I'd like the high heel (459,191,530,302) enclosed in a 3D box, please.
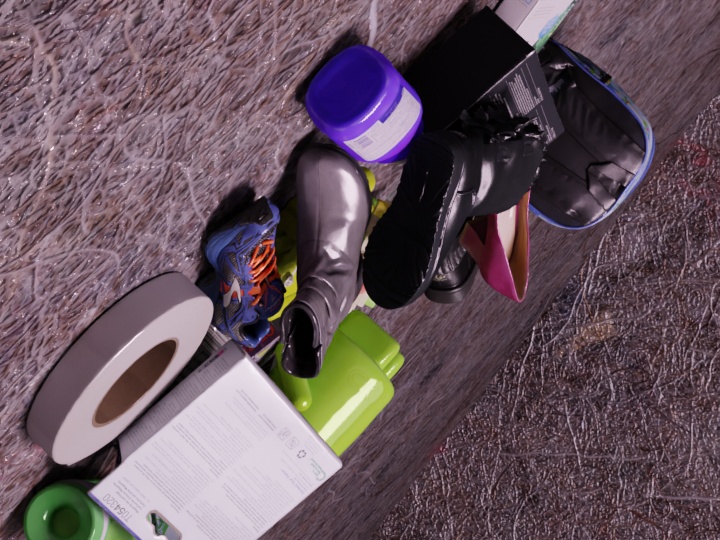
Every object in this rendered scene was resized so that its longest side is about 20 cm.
[{"bbox_3d":[0.163,-0.057,1.606,0.067,0.096,0.200,-22,150,-37],"label":"high heel"}]

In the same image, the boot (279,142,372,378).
[{"bbox_3d":[-0.037,-0.005,1.431,0.132,0.069,0.201,-65,155,-47],"label":"boot"}]

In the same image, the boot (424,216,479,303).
[{"bbox_3d":[0.114,-0.081,1.914,0.212,0.079,0.158,-76,159,-46],"label":"boot"}]

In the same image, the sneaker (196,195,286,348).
[{"bbox_3d":[-0.098,0.003,1.432,0.075,0.078,0.200,-42,167,-28],"label":"sneaker"}]

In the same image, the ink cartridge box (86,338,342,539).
[{"bbox_3d":[-0.144,0.194,1.538,0.200,0.043,0.197,-39,130,-3],"label":"ink cartridge box"}]

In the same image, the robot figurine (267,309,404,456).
[{"bbox_3d":[-0.045,0.138,1.666,0.200,0.116,0.176,-47,161,-9],"label":"robot figurine"}]

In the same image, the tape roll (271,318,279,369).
[{"bbox_3d":[-0.082,0.114,1.849,0.202,0.071,0.203,-45,167,-14],"label":"tape roll"}]

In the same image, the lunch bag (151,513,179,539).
[{"bbox_3d":[-0.221,0.292,1.799,0.200,0.124,0.170,-30,-179,34],"label":"lunch bag"}]

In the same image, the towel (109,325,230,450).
[{"bbox_3d":[-0.180,0.119,1.609,0.193,0.035,0.200,-47,168,-8],"label":"towel"}]

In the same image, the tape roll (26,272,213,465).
[{"bbox_3d":[-0.213,0.089,1.397,0.203,0.037,0.203,-46,168,-13],"label":"tape roll"}]

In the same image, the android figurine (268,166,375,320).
[{"bbox_3d":[-0.053,-0.027,1.577,0.182,0.041,0.200,-57,167,23],"label":"android figurine"}]

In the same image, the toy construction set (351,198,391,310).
[{"bbox_3d":[0.000,0.000,1.731,0.200,0.092,0.131,-45,-166,22],"label":"toy construction set"}]

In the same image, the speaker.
[{"bbox_3d":[-0.274,0.257,1.592,0.088,0.088,0.200,-48,168,-1],"label":"speaker"}]

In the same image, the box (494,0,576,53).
[{"bbox_3d":[0.147,-0.224,1.683,0.200,0.036,0.144,-52,167,25],"label":"box"}]

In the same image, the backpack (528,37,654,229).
[{"bbox_3d":[0.240,-0.154,1.829,0.183,0.200,0.147,-52,170,13],"label":"backpack"}]

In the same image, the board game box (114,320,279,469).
[{"bbox_3d":[-0.167,0.139,1.605,0.200,0.032,0.120,-38,168,-29],"label":"board game box"}]

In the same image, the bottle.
[{"bbox_3d":[0.013,-0.138,1.387,0.084,0.065,0.200,-45,164,6],"label":"bottle"}]

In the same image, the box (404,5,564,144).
[{"bbox_3d":[0.118,-0.157,1.581,0.141,0.079,0.200,-43,156,-2],"label":"box"}]

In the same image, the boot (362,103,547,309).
[{"bbox_3d":[0.093,-0.062,1.487,0.162,0.073,0.199,-17,134,-51],"label":"boot"}]
